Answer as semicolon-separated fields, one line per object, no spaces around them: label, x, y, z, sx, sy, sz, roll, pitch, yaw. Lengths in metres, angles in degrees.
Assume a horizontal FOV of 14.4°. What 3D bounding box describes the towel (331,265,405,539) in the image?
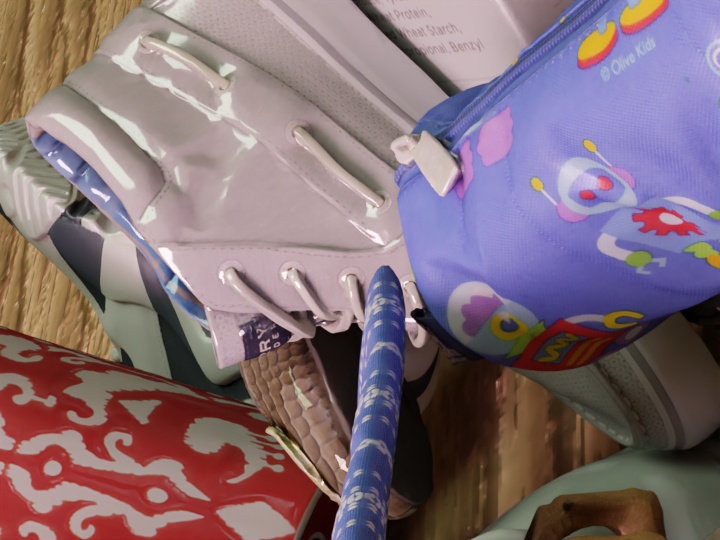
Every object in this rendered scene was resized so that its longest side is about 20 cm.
towel;-0.011;0.108;0.662;0.200;0.024;0.146;-81;-2;-61

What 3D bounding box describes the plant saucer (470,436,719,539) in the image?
plant saucer;0.038;0.127;0.759;0.200;0.050;0.201;-47;26;31

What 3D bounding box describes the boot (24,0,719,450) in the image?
boot;0.000;0.000;0.777;0.096;0.200;0.074;-43;-18;-16

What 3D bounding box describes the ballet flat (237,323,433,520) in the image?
ballet flat;-0.032;0.007;0.858;0.046;0.067;0.200;-37;46;9

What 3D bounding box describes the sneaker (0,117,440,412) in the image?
sneaker;-0.061;0.034;0.974;0.079;0.198;0.130;-28;-45;-49

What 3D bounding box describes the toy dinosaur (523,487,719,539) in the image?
toy dinosaur;0.092;0.077;0.679;0.060;0.106;0.201;114;174;-73

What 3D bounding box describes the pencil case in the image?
pencil case;0.074;-0.040;0.648;0.200;0.086;0.079;140;143;-60

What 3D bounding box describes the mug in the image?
mug;-0.095;0.083;0.906;0.177;0.199;0.134;20;-98;-72

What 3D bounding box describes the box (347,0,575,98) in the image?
box;0.054;-0.140;0.847;0.199;0.131;0.200;-43;20;-19

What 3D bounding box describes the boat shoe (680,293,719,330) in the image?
boat shoe;0.092;-0.019;0.799;0.070;0.066;0.200;-56;22;10
